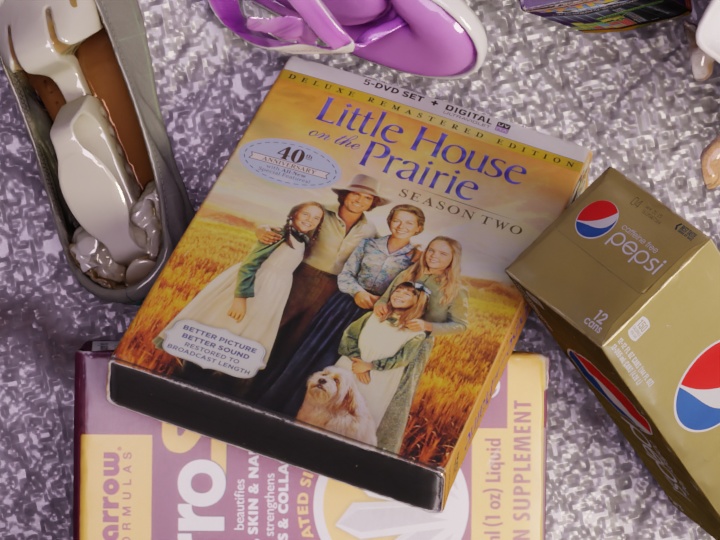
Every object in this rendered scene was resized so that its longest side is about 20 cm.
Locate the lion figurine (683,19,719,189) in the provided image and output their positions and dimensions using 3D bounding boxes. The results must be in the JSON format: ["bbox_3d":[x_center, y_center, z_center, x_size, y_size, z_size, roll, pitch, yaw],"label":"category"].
[{"bbox_3d":[0.218,-0.034,1.150,0.122,0.073,0.201,-11,122,16],"label":"lion figurine"}]

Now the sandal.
[{"bbox_3d":[-0.042,-0.123,1.144,0.202,0.083,0.050,26,67,7],"label":"sandal"}]

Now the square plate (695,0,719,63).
[{"bbox_3d":[0.264,-0.125,1.068,0.198,0.028,0.200,31,86,-4],"label":"square plate"}]

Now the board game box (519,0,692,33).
[{"bbox_3d":[0.091,-0.206,1.115,0.056,0.165,0.201,-9,89,15],"label":"board game box"}]

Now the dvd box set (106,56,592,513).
[{"bbox_3d":[0.000,0.000,1.096,0.146,0.029,0.200,19,48,11],"label":"dvd box set"}]

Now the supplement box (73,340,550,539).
[{"bbox_3d":[-0.024,0.096,1.130,0.199,0.103,0.132,0,89,-6],"label":"supplement box"}]

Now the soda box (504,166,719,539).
[{"bbox_3d":[0.140,0.047,1.109,0.064,0.068,0.200,-45,136,-5],"label":"soda box"}]

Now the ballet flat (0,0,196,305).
[{"bbox_3d":[-0.122,-0.080,1.137,0.067,0.064,0.201,-20,92,18],"label":"ballet flat"}]
